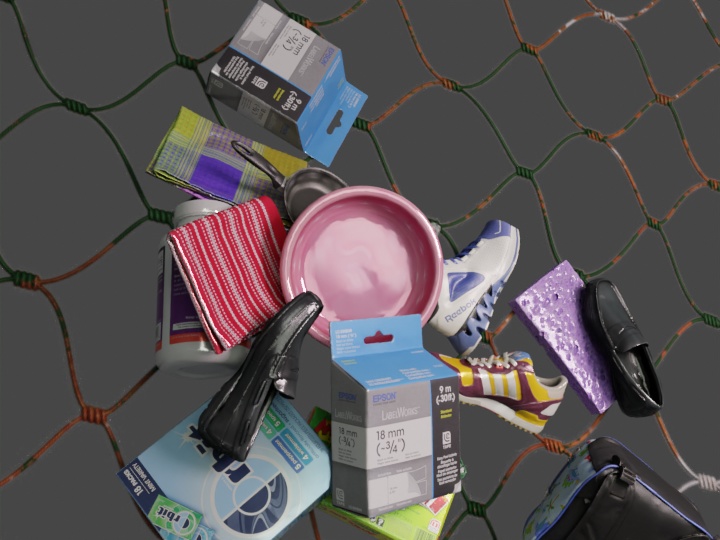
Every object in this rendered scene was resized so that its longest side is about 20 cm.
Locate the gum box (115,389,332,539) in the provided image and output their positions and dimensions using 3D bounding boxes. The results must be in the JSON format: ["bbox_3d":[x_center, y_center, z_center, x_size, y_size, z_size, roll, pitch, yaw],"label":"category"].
[{"bbox_3d":[-0.143,0.232,0.941,0.200,0.045,0.170,-38,72,-18],"label":"gum box"}]

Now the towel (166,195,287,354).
[{"bbox_3d":[-0.132,-0.002,0.963,0.200,0.022,0.146,-33,102,-60],"label":"towel"}]

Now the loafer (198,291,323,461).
[{"bbox_3d":[-0.097,0.116,0.923,0.070,0.068,0.201,32,78,12],"label":"loafer"}]

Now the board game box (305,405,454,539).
[{"bbox_3d":[0.009,0.257,1.009,0.199,0.048,0.102,27,65,-3],"label":"board game box"}]

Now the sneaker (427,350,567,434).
[{"bbox_3d":[0.173,0.134,1.088,0.199,0.075,0.091,25,105,-17],"label":"sneaker"}]

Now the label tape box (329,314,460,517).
[{"bbox_3d":[0.040,0.154,0.926,0.143,0.063,0.202,-2,91,-41],"label":"label tape box"}]

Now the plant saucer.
[{"bbox_3d":[0.000,0.000,1.013,0.199,0.051,0.202,0,89,-10],"label":"plant saucer"}]

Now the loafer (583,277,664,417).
[{"bbox_3d":[0.368,0.102,1.154,0.068,0.070,0.202,-11,76,-23],"label":"loafer"}]

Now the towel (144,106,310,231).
[{"bbox_3d":[-0.163,-0.133,1.088,0.199,0.023,0.144,23,45,-10],"label":"towel"}]

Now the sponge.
[{"bbox_3d":[0.313,0.095,1.193,0.111,0.030,0.201,-34,86,-25],"label":"sponge"}]

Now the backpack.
[{"bbox_3d":[0.302,0.327,1.029,0.183,0.147,0.200,37,104,-1],"label":"backpack"}]

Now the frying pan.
[{"bbox_3d":[-0.081,-0.086,1.049,0.189,0.031,0.116,13,59,-29],"label":"frying pan"}]

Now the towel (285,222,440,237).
[{"bbox_3d":[-0.014,0.000,1.090,0.198,0.035,0.194,15,68,7],"label":"towel"}]

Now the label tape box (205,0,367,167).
[{"bbox_3d":[-0.092,-0.261,1.160,0.199,0.063,0.145,30,65,-7],"label":"label tape box"}]

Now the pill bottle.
[{"bbox_3d":[-0.186,0.023,0.998,0.112,0.112,0.202,4,70,-18],"label":"pill bottle"}]

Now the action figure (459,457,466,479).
[{"bbox_3d":[0.068,0.185,1.065,0.118,0.055,0.200,-39,91,-29],"label":"action figure"}]

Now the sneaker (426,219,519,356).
[{"bbox_3d":[0.135,0.003,1.136,0.115,0.081,0.200,29,66,-10],"label":"sneaker"}]
